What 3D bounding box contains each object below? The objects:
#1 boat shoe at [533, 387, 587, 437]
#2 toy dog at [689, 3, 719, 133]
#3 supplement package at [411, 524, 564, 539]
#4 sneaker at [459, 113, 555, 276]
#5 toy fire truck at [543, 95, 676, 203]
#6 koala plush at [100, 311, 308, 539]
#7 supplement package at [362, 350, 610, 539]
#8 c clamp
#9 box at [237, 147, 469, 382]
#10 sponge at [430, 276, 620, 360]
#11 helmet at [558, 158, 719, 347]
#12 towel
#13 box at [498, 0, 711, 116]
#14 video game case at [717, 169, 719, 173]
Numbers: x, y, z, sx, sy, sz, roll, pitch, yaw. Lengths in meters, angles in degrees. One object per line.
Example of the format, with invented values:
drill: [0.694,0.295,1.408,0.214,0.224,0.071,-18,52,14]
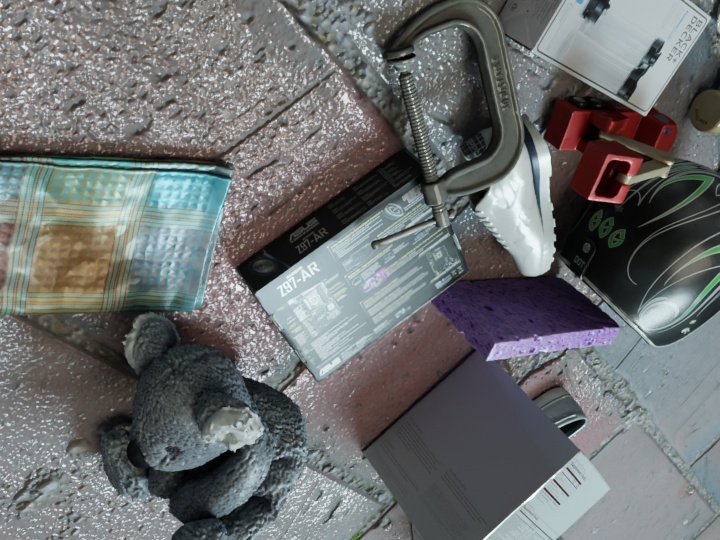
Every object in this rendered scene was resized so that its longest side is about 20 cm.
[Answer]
boat shoe: [0.226,0.244,1.177,0.201,0.072,0.070,-36,137,-7]
toy dog: [0.459,-0.220,0.957,0.132,0.096,0.200,-19,133,-23]
supplement package: [0.189,0.402,1.183,0.155,0.200,0.111,-24,134,-19]
sneaker: [0.152,-0.068,0.886,0.080,0.076,0.200,-22,130,-4]
toy fire truck: [0.264,-0.125,0.859,0.200,0.141,0.049,-5,126,-33]
koala plush: [-0.140,0.134,0.753,0.184,0.177,0.200,-35,144,-21]
supplement package: [0.152,0.244,1.037,0.200,0.191,0.147,-42,138,1]
c clamp: [0.072,-0.134,0.757,0.170,0.027,0.201,-18,111,-18]
box: [0.000,0.000,0.839,0.200,0.044,0.160,-37,137,-6]
sponge: [0.189,0.050,0.966,0.200,0.112,0.030,-2,123,-34]
helmet: [0.342,-0.033,0.960,0.191,0.200,0.200,-46,137,10]
towel: [-0.207,-0.025,0.686,0.200,0.022,0.147,-1,123,-35]
box: [0.233,-0.235,0.807,0.200,0.060,0.117,14,115,-42]
video game case: [0.532,-0.093,1.169,0.143,0.018,0.200,-43,137,0]
